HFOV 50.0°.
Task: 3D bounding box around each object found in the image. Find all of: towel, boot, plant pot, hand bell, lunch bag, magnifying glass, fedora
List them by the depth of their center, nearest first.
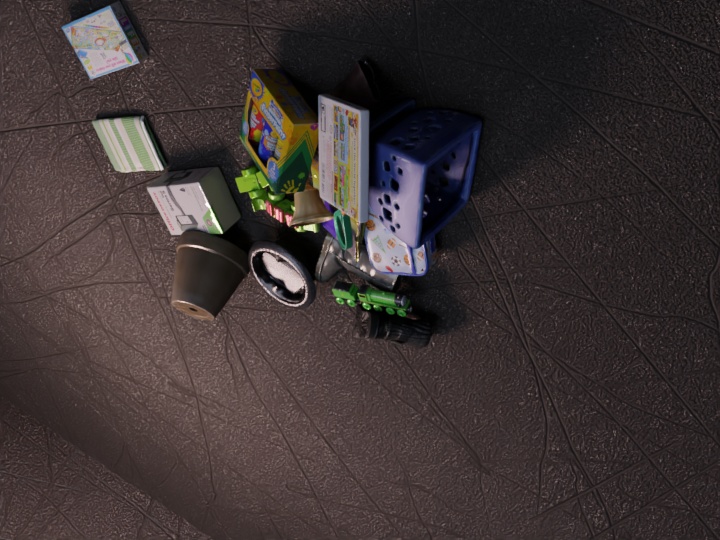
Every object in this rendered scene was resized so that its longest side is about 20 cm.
[{"bbox_3d":[0.095,-0.194,1.452,0.178,0.200,0.202,28,138,24],"label":"plant pot"},{"bbox_3d":[-0.011,-0.279,1.487,0.166,0.071,0.203,-40,61,53],"label":"boot"},{"bbox_3d":[-0.034,-0.111,1.571,0.201,0.022,0.081,100,152,-61],"label":"magnifying glass"},{"bbox_3d":[0.082,-0.089,1.623,0.158,0.075,0.203,6,121,35],"label":"lunch bag"},{"bbox_3d":[-0.122,-0.203,1.661,0.103,0.103,0.204,-12,88,42],"label":"hand bell"},{"bbox_3d":[-0.052,-0.127,1.684,0.200,0.023,0.145,47,147,32],"label":"towel"},{"bbox_3d":[-0.001,0.002,1.791,0.198,0.073,0.183,26,139,7],"label":"boot"},{"bbox_3d":[0.072,0.133,1.828,0.155,0.211,0.081,6,95,-14],"label":"boot"},{"bbox_3d":[-0.175,-0.008,1.884,0.198,0.092,0.203,20,135,22],"label":"fedora"},{"bbox_3d":[-0.395,0.025,1.965,0.197,0.176,0.201,15,159,6],"label":"plant pot"},{"bbox_3d":[-0.593,-0.324,1.984,0.198,0.023,0.154,4,126,36],"label":"towel"}]

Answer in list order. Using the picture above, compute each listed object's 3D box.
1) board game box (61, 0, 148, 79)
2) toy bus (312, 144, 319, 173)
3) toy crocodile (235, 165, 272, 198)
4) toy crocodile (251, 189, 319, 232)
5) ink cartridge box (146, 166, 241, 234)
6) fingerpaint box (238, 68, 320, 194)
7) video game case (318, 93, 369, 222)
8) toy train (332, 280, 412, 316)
[{"bbox_3d":[-0.596,-0.533,1.798,0.198,0.034,0.136,-2,123,38],"label":"board game box"},{"bbox_3d":[-0.056,-0.231,1.602,0.200,0.065,0.078,46,138,8],"label":"toy bus"},{"bbox_3d":[-0.213,-0.214,1.758,0.198,0.061,0.068,-11,106,44],"label":"toy crocodile"},{"bbox_3d":[-0.171,-0.136,1.783,0.198,0.062,0.068,28,139,32],"label":"toy crocodile"},{"bbox_3d":[-0.417,-0.171,1.933,0.198,0.084,0.147,0,125,37],"label":"ink cartridge box"},{"bbox_3d":[-0.169,-0.285,1.574,0.201,0.072,0.168,56,139,34],"label":"fingerpaint box"},{"bbox_3d":[-0.032,-0.210,1.425,0.182,0.023,0.203,37,131,56],"label":"video game case"},{"bbox_3d":[0.025,0.061,1.755,0.197,0.042,0.057,10,142,27],"label":"toy train"}]
